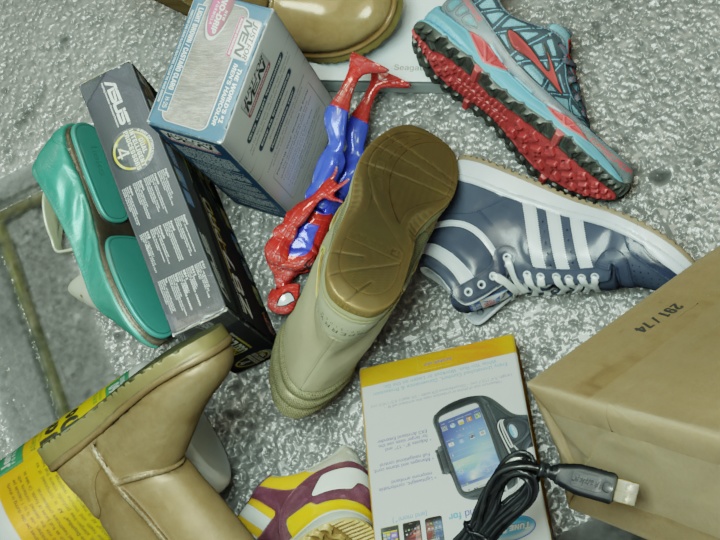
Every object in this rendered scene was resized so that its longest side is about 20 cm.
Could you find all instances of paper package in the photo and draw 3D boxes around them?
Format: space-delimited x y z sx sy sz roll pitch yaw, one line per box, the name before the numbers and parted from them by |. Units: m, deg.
paper package | 0.241 0.078 0.871 0.199 0.190 0.104 -33 114 -27

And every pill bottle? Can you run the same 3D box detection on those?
pill bottle | -0.204 0.165 1.023 0.199 0.113 0.113 -35 73 3

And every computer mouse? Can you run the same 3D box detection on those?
computer mouse | 0.151 0.178 0.849 0.199 0.046 0.141 23 121 2

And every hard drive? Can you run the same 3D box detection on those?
hard drive | 0.029 -0.241 1.109 0.131 0.027 0.202 3 79 13

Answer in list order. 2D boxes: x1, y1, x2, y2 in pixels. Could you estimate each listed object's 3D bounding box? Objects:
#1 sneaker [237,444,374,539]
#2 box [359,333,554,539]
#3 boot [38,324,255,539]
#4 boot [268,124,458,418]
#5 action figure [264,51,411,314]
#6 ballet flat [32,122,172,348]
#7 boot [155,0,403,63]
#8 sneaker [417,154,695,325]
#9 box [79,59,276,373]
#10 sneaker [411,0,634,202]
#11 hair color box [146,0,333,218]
sneaker | -0.070 0.204 1.014 0.199 0.075 0.090 -31 34 19
box | 0.066 0.144 0.965 0.118 0.042 0.201 -13 50 9
boot | -0.096 0.155 0.914 0.175 0.066 0.201 -36 92 30
boot | 0.000 0.000 1.017 0.072 0.156 0.201 25 46 -3
action figure | -0.023 -0.059 1.052 0.051 0.065 0.201 28 94 23
ballet flat | -0.205 -0.018 1.097 0.070 0.067 0.201 -34 71 28
boot | -0.088 -0.210 1.016 0.174 0.200 0.067 -6 74 30
sneaker | 0.135 0.001 1.008 0.199 0.070 0.109 24 79 23
box | -0.130 -0.034 1.027 0.049 0.161 0.201 -25 73 5
sneaker | 0.136 -0.139 1.031 0.200 0.079 0.096 44 74 3
hair color box | -0.079 -0.113 1.012 0.060 0.200 0.101 17 81 15
